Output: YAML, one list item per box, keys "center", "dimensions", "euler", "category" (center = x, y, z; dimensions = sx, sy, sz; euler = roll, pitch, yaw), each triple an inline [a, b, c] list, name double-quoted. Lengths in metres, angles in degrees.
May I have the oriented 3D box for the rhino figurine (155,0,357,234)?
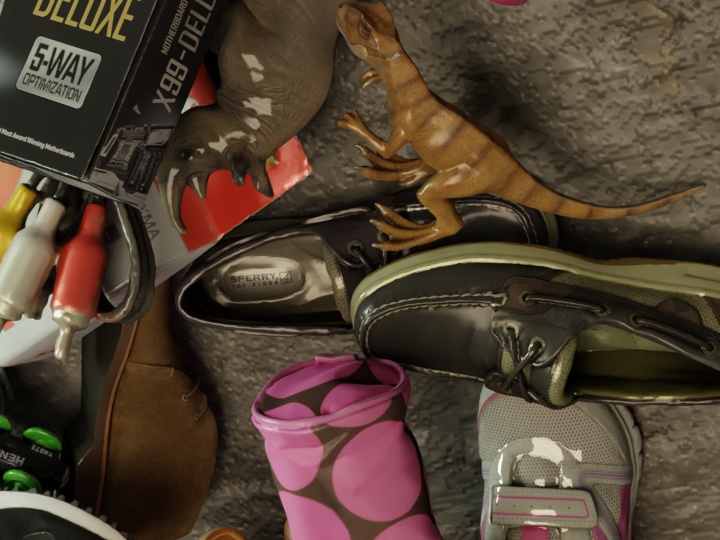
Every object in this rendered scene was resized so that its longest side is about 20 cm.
- center: [-0.049, -0.111, 1.400]
  dimensions: [0.087, 0.060, 0.200]
  euler: [21, 88, 15]
  category: "rhino figurine"

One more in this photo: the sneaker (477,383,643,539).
- center: [0.100, 0.138, 1.484]
  dimensions: [0.081, 0.088, 0.200]
  euler: [-5, 112, 23]
  category: "sneaker"

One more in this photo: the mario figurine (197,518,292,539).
- center: [-0.073, 0.184, 1.567]
  dimensions: [0.123, 0.106, 0.200]
  euler: [19, 142, -4]
  category: "mario figurine"

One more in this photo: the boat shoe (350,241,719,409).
- center: [0.095, 0.033, 1.415]
  dimensions: [0.201, 0.066, 0.072]
  euler: [1, 134, 1]
  category: "boat shoe"

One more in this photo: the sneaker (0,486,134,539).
- center: [-0.204, 0.156, 1.518]
  dimensions: [0.200, 0.090, 0.070]
  euler: [15, 152, 18]
  category: "sneaker"

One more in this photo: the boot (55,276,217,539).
- center: [-0.110, 0.056, 1.555]
  dimensions: [0.075, 0.074, 0.200]
  euler: [5, 115, -14]
  category: "boot"

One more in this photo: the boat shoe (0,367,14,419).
- center: [-0.239, 0.000, 1.559]
  dimensions: [0.068, 0.074, 0.199]
  euler: [-6, 112, 29]
  category: "boat shoe"

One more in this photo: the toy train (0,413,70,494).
- center: [-0.250, 0.082, 1.561]
  dimensions: [0.200, 0.042, 0.056]
  euler: [21, 143, 0]
  category: "toy train"

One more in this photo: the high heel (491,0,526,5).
- center: [-0.009, -0.182, 1.337]
  dimensions: [0.200, 0.067, 0.096]
  euler: [45, 133, -6]
  category: "high heel"

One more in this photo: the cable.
- center: [-0.134, -0.053, 1.430]
  dimensions: [0.097, 0.050, 0.200]
  euler: [17, 94, 22]
  category: "cable"

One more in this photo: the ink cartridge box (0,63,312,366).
- center: [-0.137, -0.066, 1.471]
  dimensions: [0.200, 0.050, 0.162]
  euler: [-34, 77, 34]
  category: "ink cartridge box"

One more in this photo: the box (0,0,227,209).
- center: [-0.157, -0.131, 1.397]
  dimensions: [0.200, 0.050, 0.158]
  euler: [20, 85, 36]
  category: "box"

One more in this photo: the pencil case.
- center: [0.010, 0.133, 1.435]
  dimensions: [0.091, 0.094, 0.200]
  euler: [-6, 117, 21]
  category: "pencil case"

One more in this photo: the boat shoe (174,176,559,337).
- center: [0.000, 0.000, 1.470]
  dimensions: [0.200, 0.065, 0.072]
  euler: [-7, 108, 23]
  category: "boat shoe"

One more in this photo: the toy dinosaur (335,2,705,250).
- center: [0.054, -0.049, 1.397]
  dimensions: [0.200, 0.060, 0.106]
  euler: [33, 138, -26]
  category: "toy dinosaur"
